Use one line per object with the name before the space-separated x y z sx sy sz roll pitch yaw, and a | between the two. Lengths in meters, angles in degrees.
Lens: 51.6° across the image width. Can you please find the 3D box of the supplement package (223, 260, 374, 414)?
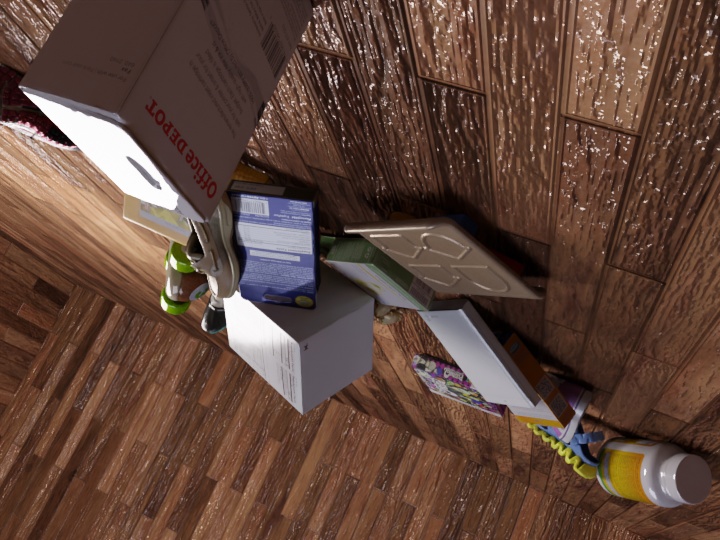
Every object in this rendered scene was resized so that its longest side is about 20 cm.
supplement package | -0.098 0.085 1.178 0.199 0.151 0.152 35 138 36

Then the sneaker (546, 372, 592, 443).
sneaker | 0.342 0.233 1.318 0.113 0.073 0.201 25 155 21

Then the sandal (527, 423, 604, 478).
sandal | 0.392 0.303 1.441 0.200 0.088 0.079 40 -166 24

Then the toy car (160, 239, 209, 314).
toy car | -0.241 -0.012 1.318 0.197 0.159 0.165 8 143 -17

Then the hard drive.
hard drive | 0.185 0.131 1.175 0.201 0.026 0.132 52 158 -13

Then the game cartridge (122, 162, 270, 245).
game cartridge | -0.237 -0.102 1.052 0.198 0.033 0.177 25 133 3

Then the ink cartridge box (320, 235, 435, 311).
ink cartridge box | 0.000 0.000 1.135 0.199 0.048 0.145 5 155 46

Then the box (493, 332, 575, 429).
box | 0.249 0.168 1.212 0.201 0.041 0.119 53 157 -12

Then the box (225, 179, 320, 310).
box | -0.117 -0.031 1.033 0.119 0.033 0.202 8 132 6

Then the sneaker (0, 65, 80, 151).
sneaker | -0.499 -0.233 1.106 0.199 0.081 0.075 30 166 -16

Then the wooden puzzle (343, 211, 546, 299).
wooden puzzle | 0.104 -0.024 0.906 0.199 0.047 0.184 30 165 -32

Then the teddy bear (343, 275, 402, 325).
teddy bear | -0.020 0.048 1.313 0.198 0.068 0.145 5 164 37

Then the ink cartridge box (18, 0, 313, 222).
ink cartridge box | -0.121 -0.159 0.524 0.085 0.202 0.147 20 163 18

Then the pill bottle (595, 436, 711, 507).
pill bottle | 0.531 0.367 1.353 0.110 0.112 0.200 29 164 -14

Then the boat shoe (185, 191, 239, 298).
boat shoe | -0.208 -0.031 1.015 0.072 0.064 0.201 51 151 32

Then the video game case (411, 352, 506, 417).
video game case | 0.216 0.250 1.613 0.179 0.036 0.200 17 162 25

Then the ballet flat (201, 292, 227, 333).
ballet flat | -0.200 0.018 1.255 0.068 0.200 0.069 36 163 40
